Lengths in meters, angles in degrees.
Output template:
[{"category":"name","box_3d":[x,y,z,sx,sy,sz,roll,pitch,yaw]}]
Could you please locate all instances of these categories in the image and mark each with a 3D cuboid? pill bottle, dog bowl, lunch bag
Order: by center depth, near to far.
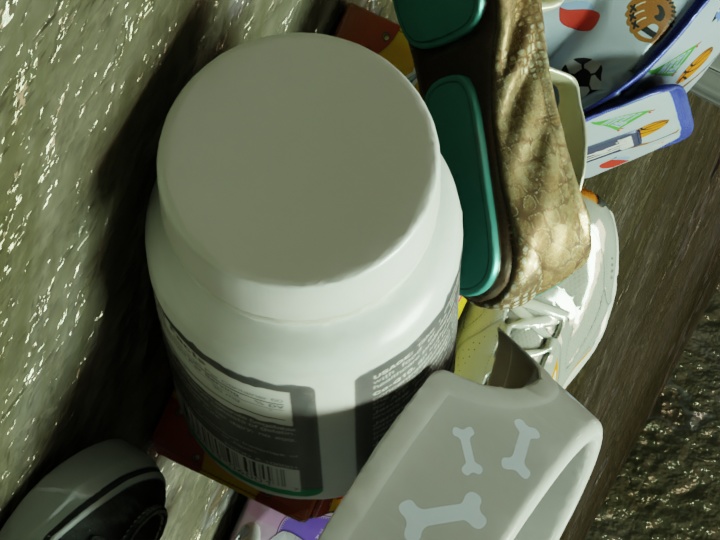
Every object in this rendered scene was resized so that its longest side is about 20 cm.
[{"category":"pill bottle","box_3d":[-0.019,0.001,0.999,0.113,0.113,0.200,-61,169,-20]},{"category":"dog bowl","box_3d":[0.024,0.119,1.048,0.200,0.059,0.200,-56,167,-19]},{"category":"lunch bag","box_3d":[0.134,-0.132,1.448,0.200,0.124,0.170,-52,169,0]}]

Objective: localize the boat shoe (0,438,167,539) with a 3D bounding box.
[{"category":"boat shoe","box_3d":[-0.107,0.131,0.972,0.200,0.071,0.072,-50,161,-55]}]

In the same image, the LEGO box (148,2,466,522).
[{"category":"LEGO box","box_3d":[0.000,0.000,1.184,0.200,0.077,0.149,-65,169,2]}]

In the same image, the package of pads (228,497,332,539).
[{"category":"package of pads","box_3d":[-0.014,0.165,1.367,0.076,0.120,0.200,-26,140,-82]}]

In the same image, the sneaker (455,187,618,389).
[{"category":"sneaker","box_3d":[0.065,0.058,1.255,0.092,0.076,0.200,-94,-154,-71]}]

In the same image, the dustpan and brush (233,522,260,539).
[{"category":"dustpan and brush","box_3d":[-0.080,0.169,1.139,0.139,0.057,0.200,-31,-149,36]}]

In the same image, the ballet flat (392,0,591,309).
[{"category":"ballet flat","box_3d":[0.053,-0.086,1.078,0.065,0.070,0.201,-7,92,-35]}]

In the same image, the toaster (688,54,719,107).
[{"category":"toaster","box_3d":[0.229,-0.176,1.772,0.114,0.129,0.200,-68,168,18]}]
